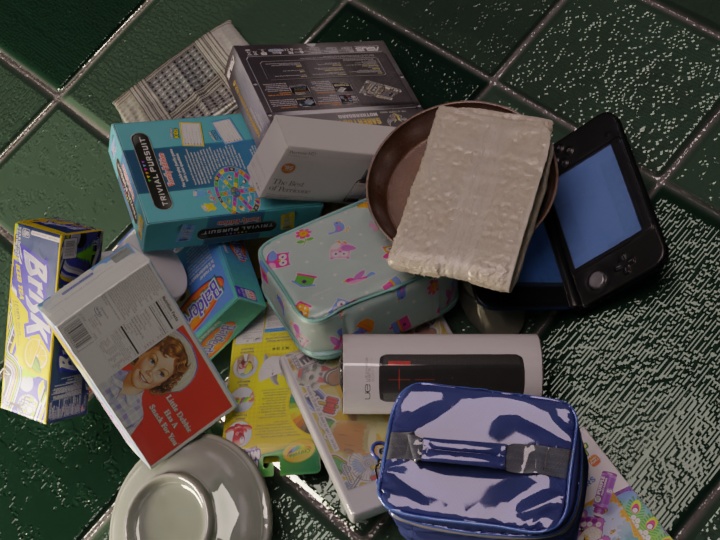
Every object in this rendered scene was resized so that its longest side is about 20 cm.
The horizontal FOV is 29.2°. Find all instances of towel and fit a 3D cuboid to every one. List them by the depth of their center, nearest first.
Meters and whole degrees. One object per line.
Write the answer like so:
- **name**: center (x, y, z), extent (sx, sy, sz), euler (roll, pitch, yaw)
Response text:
- **towel**: center (0.114, -0.075, 1.383), extent (0.132, 0.035, 0.201), euler (11, 63, 19)
- **towel**: center (-0.207, -0.213, 1.695), extent (0.192, 0.035, 0.200), euler (-34, 43, 0)

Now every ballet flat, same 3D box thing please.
- **ballet flat**: center (0.122, -0.018, 1.468), extent (0.067, 0.064, 0.201), euler (-20, 57, 11)

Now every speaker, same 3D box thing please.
- **speaker**: center (0.077, 0.102, 1.368), extent (0.199, 0.081, 0.082), euler (1, 61, -1)

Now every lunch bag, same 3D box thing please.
- **lunch bag**: center (0.106, 0.181, 1.262), extent (0.199, 0.132, 0.137), euler (4, 63, 14)
- **lunch bag**: center (0.000, 0.000, 1.459), extent (0.199, 0.077, 0.160), euler (-22, 44, -18)

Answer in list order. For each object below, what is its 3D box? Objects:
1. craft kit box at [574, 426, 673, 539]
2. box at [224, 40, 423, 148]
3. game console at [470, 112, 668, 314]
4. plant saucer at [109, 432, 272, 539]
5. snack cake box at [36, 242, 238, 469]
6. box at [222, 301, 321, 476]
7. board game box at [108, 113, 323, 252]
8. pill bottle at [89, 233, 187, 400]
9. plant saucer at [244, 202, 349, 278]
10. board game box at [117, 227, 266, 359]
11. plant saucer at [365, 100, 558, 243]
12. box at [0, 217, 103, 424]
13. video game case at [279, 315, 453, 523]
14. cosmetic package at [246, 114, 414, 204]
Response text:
- **craft kit box**: center (0.190, 0.281, 1.290), extent (0.200, 0.049, 0.198), euler (-36, 53, -2)
- **box**: center (-0.036, -0.191, 1.571), extent (0.199, 0.048, 0.159), euler (-8, 53, -27)
- **game console**: center (0.197, -0.065, 1.428), extent (0.170, 0.118, 0.201), euler (-33, 53, 28)
- **plant saucer**: center (-0.185, 0.262, 1.407), extent (0.199, 0.050, 0.201), euler (-8, 72, 26)
- **snack cake box**: center (-0.224, 0.088, 1.404), extent (0.115, 0.201, 0.067), euler (-36, 31, -16)
- **box**: center (-0.082, 0.129, 1.473), extent (0.117, 0.048, 0.201), euler (-5, 58, 17)
- **board game box**: center (-0.160, -0.101, 1.514), extent (0.199, 0.047, 0.151), euler (-8, 52, -23)
- **pill bottle**: center (-0.280, 0.052, 1.506), extent (0.200, 0.112, 0.113), euler (-41, 51, 30)
- **plant saucer**: center (-0.086, -0.091, 1.597), extent (0.199, 0.048, 0.201), euler (-3, 61, 18)
- **board game box**: center (-0.192, 0.004, 1.547), extent (0.152, 0.045, 0.201), euler (-42, 50, 27)
- **plant saucer**: center (0.106, -0.086, 1.429), extent (0.199, 0.035, 0.201), euler (-5, 58, 8)
- **box**: center (-0.319, 0.050, 1.426), extent (0.070, 0.064, 0.201), euler (14, 103, 30)
- **video game case**: center (0.036, 0.139, 1.402), extent (0.181, 0.023, 0.200), euler (-18, 55, -14)
- **cosmetic package**: center (-0.014, -0.115, 1.492), extent (0.083, 0.199, 0.051), euler (-58, 43, 39)
